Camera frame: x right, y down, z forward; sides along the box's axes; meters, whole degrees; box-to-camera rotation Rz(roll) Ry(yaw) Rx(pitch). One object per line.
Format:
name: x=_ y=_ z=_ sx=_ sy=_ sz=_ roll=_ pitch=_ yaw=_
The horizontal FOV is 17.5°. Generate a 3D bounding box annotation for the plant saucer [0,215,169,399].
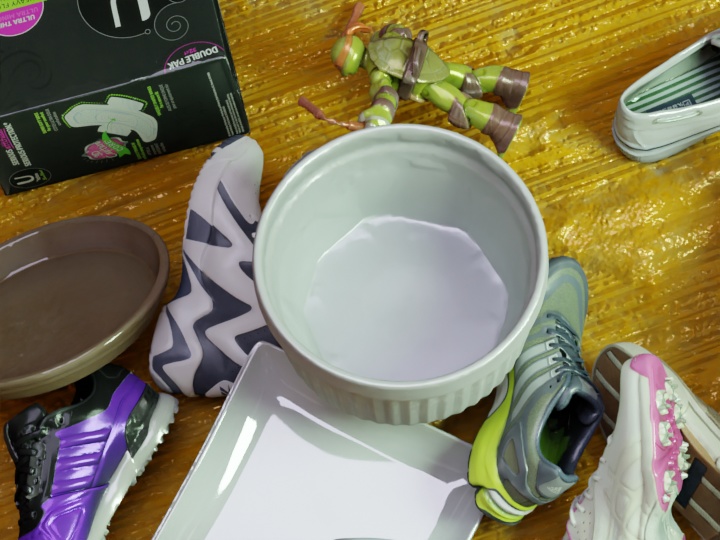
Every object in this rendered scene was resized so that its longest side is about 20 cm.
plant saucer: x=-0.230 y=0.029 z=1.701 sx=0.200 sy=0.030 sz=0.200 roll=-14 pitch=33 yaw=9

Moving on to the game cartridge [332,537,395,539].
game cartridge: x=0.053 y=0.256 z=1.542 sx=0.200 sy=0.042 sz=0.133 roll=25 pitch=70 yaw=-24

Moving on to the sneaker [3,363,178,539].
sneaker: x=-0.218 y=0.148 z=1.648 sx=0.099 sy=0.070 sz=0.200 roll=37 pitch=64 yaw=-16

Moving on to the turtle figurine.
turtle figurine: x=0.044 y=-0.149 z=1.749 sx=0.161 sy=0.065 sz=0.200 roll=18 pitch=29 yaw=-4

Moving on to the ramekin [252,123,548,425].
ramekin: x=0.029 y=0.011 z=1.600 sx=0.200 sy=0.105 sz=0.201 roll=-1 pitch=63 yaw=3

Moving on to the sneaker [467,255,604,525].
sneaker: x=0.138 y=0.079 z=1.633 sx=0.081 sy=0.074 sz=0.200 roll=-18 pitch=52 yaw=47

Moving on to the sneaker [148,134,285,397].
sneaker: x=-0.068 y=0.004 z=1.710 sx=0.129 sy=0.080 sz=0.200 roll=12 pitch=68 yaw=11

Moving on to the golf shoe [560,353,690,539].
golf shoe: x=0.176 y=0.156 z=1.583 sx=0.091 sy=0.075 sz=0.201 roll=-1 pitch=94 yaw=22

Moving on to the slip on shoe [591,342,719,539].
slip on shoe: x=0.238 y=0.127 z=1.628 sx=0.061 sy=0.076 sz=0.200 roll=-7 pitch=43 yaw=-43

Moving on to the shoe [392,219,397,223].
shoe: x=0.050 y=-0.006 z=1.707 sx=0.070 sy=0.053 sz=0.200 roll=-4 pitch=64 yaw=-23

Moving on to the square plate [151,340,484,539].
square plate: x=-0.029 y=0.179 z=1.632 sx=0.200 sy=0.028 sz=0.198 roll=27 pitch=75 yaw=4

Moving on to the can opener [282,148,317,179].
can opener: x=0.000 y=0.000 z=1.708 sx=0.053 sy=0.067 sz=0.200 roll=-27 pitch=67 yaw=10

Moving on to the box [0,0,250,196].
box: x=-0.202 y=-0.167 z=1.780 sx=0.200 sy=0.124 sz=0.149 roll=-15 pitch=64 yaw=-1

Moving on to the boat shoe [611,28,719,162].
boat shoe: x=0.279 y=-0.146 z=1.737 sx=0.200 sy=0.067 sz=0.074 roll=-32 pitch=66 yaw=-7
